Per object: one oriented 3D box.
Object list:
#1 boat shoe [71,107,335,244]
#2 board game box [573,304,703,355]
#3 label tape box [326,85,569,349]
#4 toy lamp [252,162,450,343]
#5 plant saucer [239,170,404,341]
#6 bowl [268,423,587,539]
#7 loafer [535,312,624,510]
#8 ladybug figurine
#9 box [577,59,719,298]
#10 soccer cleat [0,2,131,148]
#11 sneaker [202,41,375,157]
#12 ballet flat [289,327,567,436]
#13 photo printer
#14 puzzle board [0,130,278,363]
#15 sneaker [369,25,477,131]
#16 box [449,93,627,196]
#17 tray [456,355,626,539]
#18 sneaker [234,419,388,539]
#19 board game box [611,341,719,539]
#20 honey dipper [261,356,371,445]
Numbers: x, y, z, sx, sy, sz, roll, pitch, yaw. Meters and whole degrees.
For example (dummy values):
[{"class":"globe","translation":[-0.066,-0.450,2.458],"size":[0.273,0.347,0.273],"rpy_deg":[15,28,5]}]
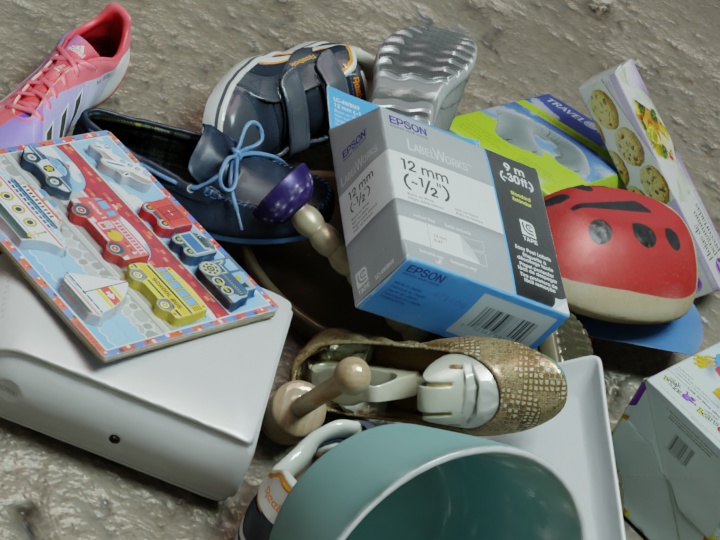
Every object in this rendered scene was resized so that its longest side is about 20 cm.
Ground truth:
[{"class":"boat shoe","translation":[-0.115,-0.069,1.385],"size":[0.198,0.069,0.085],"rpy_deg":[8,38,-2]},{"class":"board game box","translation":[0.168,0.023,1.502],"size":[0.198,0.039,0.159],"rpy_deg":[11,31,-24]},{"class":"label tape box","translation":[0.058,-0.050,1.341],"size":[0.142,0.066,0.202],"rpy_deg":[19,47,-31]},{"class":"toy lamp","translation":[0.012,0.015,1.338],"size":[0.200,0.058,0.058],"rpy_deg":[48,38,2]},{"class":"plant saucer","translation":[0.000,0.000,1.436],"size":[0.198,0.030,0.201],"rpy_deg":[16,38,-13]},{"class":"bowl","translation":[0.024,0.170,1.127],"size":[0.199,0.203,0.105],"rpy_deg":[-1,24,-32]},{"class":"loafer","translation":[0.133,0.121,1.336],"size":[0.076,0.067,0.202],"rpy_deg":[32,44,-37]},{"class":"ladybug figurine","translation":[0.185,-0.016,1.442],"size":[0.135,0.072,0.199],"rpy_deg":[37,25,31]},{"class":"box","translation":[0.243,-0.073,1.574],"size":[0.039,0.041,0.201],"rpy_deg":[-38,105,-51]},{"class":"soccer cleat","translation":[-0.226,-0.131,1.419],"size":[0.066,0.077,0.200],"rpy_deg":[29,36,4]},{"class":"sneaker","translation":[-0.045,-0.134,1.503],"size":[0.079,0.079,0.200],"rpy_deg":[8,27,28]},{"class":"ballet flat","translation":[0.038,0.079,1.273],"size":[0.198,0.071,0.065],"rpy_deg":[1,13,31]},{"class":"photo printer","translation":[-0.152,0.048,1.248],"size":[0.198,0.070,0.167],"rpy_deg":[22,36,-5]},{"class":"puzzle board","translation":[-0.166,-0.024,1.259],"size":[0.150,0.018,0.200],"rpy_deg":[-14,49,-45]},{"class":"sneaker","translation":[0.036,-0.118,1.502],"size":[0.074,0.083,0.201],"rpy_deg":[17,45,11]},{"class":"box","translation":[0.156,-0.090,1.598],"size":[0.122,0.048,0.199],"rpy_deg":[35,30,24]},{"class":"tray","translation":[0.119,0.155,1.249],"size":[0.106,0.022,0.202],"rpy_deg":[-14,54,16]},{"class":"sneaker","translation":[0.010,0.137,1.232],"size":[0.078,0.080,0.199],"rpy_deg":[43,38,23]},{"class":"board game box","translation":[0.275,0.119,1.392],"size":[0.199,0.104,0.105],"rpy_deg":[-20,55,-44]},{"class":"honey dipper","translation":[-0.025,0.077,1.196],"size":[0.038,0.200,0.038],"rpy_deg":[3,77,-15]}]
